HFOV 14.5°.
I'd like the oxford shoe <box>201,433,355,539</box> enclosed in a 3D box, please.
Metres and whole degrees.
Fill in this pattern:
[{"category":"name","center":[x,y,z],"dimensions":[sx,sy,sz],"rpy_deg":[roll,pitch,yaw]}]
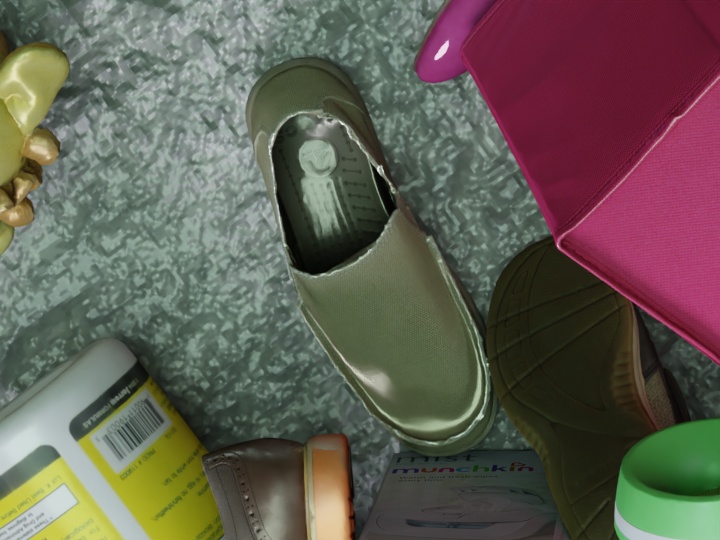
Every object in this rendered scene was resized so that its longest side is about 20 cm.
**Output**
[{"category":"oxford shoe","center":[-0.037,0.172,1.233],"dimensions":[0.073,0.071,0.200],"rpy_deg":[-1,88,1]}]

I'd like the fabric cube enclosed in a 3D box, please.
[{"category":"fabric cube","center":[0.188,-0.068,1.168],"dimensions":[0.196,0.199,0.200],"rpy_deg":[37,105,-24]}]

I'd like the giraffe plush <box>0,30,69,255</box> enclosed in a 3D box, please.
[{"category":"giraffe plush","center":[-0.219,-0.080,1.273],"dimensions":[0.162,0.173,0.200],"rpy_deg":[6,72,-18]}]

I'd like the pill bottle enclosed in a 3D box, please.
[{"category":"pill bottle","center":[-0.098,0.141,1.308],"dimensions":[0.112,0.112,0.200],"rpy_deg":[-35,95,12]}]

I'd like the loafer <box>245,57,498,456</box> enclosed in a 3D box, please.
[{"category":"loafer","center":[0.000,0.000,1.298],"dimensions":[0.076,0.068,0.200],"rpy_deg":[-27,97,11]}]

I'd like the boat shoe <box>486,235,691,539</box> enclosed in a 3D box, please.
[{"category":"boat shoe","center":[0.110,0.070,1.256],"dimensions":[0.072,0.201,0.066],"rpy_deg":[-30,134,11]}]

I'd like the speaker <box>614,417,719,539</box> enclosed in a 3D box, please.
[{"category":"speaker","center":[0.152,0.164,1.144],"dimensions":[0.088,0.088,0.200],"rpy_deg":[-6,112,8]}]

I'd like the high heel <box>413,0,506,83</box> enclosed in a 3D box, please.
[{"category":"high heel","center":[0.118,-0.134,1.254],"dimensions":[0.200,0.067,0.096],"rpy_deg":[-45,83,9]}]

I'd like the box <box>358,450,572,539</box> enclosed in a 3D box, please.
[{"category":"box","center":[0.055,0.197,1.276],"dimensions":[0.097,0.176,0.200],"rpy_deg":[-1,102,6]}]
